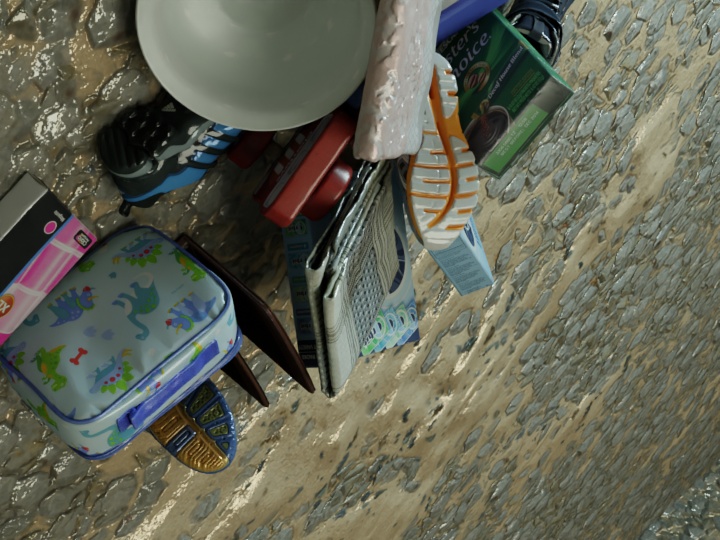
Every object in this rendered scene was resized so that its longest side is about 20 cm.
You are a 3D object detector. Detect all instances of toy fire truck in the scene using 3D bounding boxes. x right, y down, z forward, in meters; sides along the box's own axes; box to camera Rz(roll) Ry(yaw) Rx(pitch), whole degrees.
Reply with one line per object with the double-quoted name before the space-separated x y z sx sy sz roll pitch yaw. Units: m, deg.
"toy fire truck" -0.031 -0.132 1.229 0.200 0.112 0.168 -53 -165 0

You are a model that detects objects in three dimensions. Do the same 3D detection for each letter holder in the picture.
"letter holder" -0.139 0.083 1.351 0.101 0.142 0.200 -46 151 -14

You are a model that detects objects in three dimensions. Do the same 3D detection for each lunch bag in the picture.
"lunch bag" -0.218 0.066 1.198 0.200 0.161 0.083 -41 149 -23

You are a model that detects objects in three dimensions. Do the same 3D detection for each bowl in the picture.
"bowl" -0.085 -0.226 1.113 0.091 0.200 0.202 -90 -173 -50

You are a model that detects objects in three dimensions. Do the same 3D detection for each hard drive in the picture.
"hard drive" 0.103 -0.266 1.322 0.199 0.025 0.132 -29 179 22

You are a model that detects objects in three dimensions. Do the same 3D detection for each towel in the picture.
"towel" 0.040 -0.194 1.137 0.191 0.032 0.201 -24 124 -78
"towel" 0.000 0.000 1.326 0.201 0.034 0.193 83 28 -48

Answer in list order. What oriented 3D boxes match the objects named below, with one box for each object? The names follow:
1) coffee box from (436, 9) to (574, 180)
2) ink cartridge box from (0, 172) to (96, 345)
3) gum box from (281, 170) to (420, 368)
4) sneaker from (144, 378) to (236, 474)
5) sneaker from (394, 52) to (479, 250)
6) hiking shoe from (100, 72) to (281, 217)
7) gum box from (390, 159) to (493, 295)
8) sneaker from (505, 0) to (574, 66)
"coffee box" 0.129 -0.198 1.378 0.044 0.200 0.123 26 113 -38
"ink cartridge box" -0.321 0.017 1.126 0.200 0.037 0.095 -47 151 -8
"gum box" -0.011 -0.007 1.439 0.170 0.044 0.201 -12 95 -52
"sneaker" -0.190 0.127 1.268 0.075 0.200 0.088 -37 155 -24
"sneaker" 0.065 -0.116 1.328 0.078 0.201 0.077 3 166 -27
"hiking shoe" -0.146 -0.131 1.199 0.199 0.074 0.087 -31 152 -19
"gum box" 0.083 -0.086 1.470 0.044 0.171 0.200 -21 154 11
"sneaker" 0.211 -0.306 1.469 0.146 0.077 0.203 -68 -177 -70
